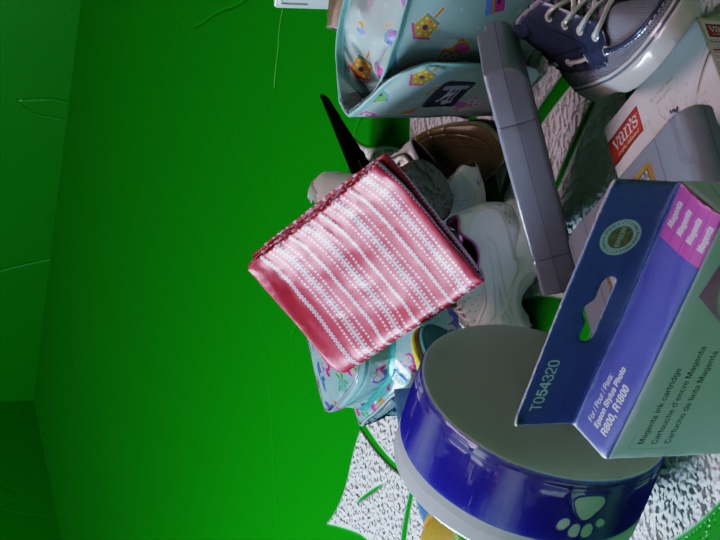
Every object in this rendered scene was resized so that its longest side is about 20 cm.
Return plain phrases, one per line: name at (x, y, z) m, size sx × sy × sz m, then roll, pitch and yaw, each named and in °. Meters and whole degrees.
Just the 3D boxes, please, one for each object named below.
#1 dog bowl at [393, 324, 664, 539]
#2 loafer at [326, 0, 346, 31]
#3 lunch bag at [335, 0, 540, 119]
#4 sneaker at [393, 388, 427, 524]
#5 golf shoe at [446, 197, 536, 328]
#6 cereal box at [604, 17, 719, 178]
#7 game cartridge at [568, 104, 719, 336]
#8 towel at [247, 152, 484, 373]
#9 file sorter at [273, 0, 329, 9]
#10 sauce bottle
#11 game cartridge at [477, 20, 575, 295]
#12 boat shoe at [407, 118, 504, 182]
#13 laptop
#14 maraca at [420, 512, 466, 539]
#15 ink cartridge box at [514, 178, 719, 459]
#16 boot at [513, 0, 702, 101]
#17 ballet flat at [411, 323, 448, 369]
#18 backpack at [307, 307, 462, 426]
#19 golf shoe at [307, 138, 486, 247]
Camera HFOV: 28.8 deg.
dog bowl at (0.130, 0.128, 1.075) m, size 0.200 × 0.199 × 0.079 m, roll -121°, pitch 40°, yaw -51°
loafer at (0.032, -0.209, 1.332) m, size 0.076 × 0.200 × 0.068 m, roll 22°, pitch 76°, yaw 53°
lunch bag at (0.076, -0.221, 1.236) m, size 0.122 × 0.170 × 0.201 m, roll 49°, pitch 135°, yaw 45°
sneaker at (0.086, 0.184, 1.356) m, size 0.070 × 0.078 × 0.200 m, roll -95°, pitch -7°, yaw -48°
golf shoe at (0.110, 0.032, 1.269) m, size 0.075 × 0.091 × 0.201 m, roll -151°, pitch 61°, yaw -63°
cereal box at (0.245, -0.058, 1.001) m, size 0.144 × 0.039 × 0.201 m, roll 124°, pitch 140°, yaw -54°
game cartridge at (0.210, -0.008, 0.989) m, size 0.200 × 0.041 × 0.134 m, roll 122°, pitch 146°, yaw -58°
towel at (0.000, 0.000, 1.256) m, size 0.145 × 0.022 × 0.200 m, roll 51°, pitch 129°, yaw -5°
file sorter at (0.018, -0.340, 1.332) m, size 0.139 × 0.199 × 0.125 m, roll 108°, pitch 157°, yaw -51°
sauce bottle at (-0.005, -0.033, 1.294) m, size 0.200 × 0.065 × 0.065 m, roll -32°, pitch 58°, yaw 36°
game cartridge at (0.136, -0.088, 1.128) m, size 0.133 × 0.040 × 0.201 m, roll -81°, pitch -24°, yaw -60°
boat shoe at (0.080, -0.110, 1.365) m, size 0.072 × 0.066 × 0.201 m, roll 53°, pitch 145°, yaw -8°
laptop at (-0.021, -0.058, 1.558) m, size 0.200 × 0.103 × 0.178 m, roll 54°, pitch -169°, yaw -49°
maraca at (0.114, 0.284, 1.247) m, size 0.137 × 0.107 × 0.201 m, roll -3°, pitch -104°, yaw -76°
ink cartridge box at (0.216, 0.035, 0.864) m, size 0.043 × 0.199 × 0.197 m, roll -116°, pitch 33°, yaw -46°
boot at (0.175, -0.182, 1.043) m, size 0.073 × 0.090 × 0.200 m, roll -55°, pitch 6°, yaw -11°
ballet flat at (0.101, 0.140, 1.235) m, size 0.200 × 0.067 × 0.067 m, roll 48°, pitch 128°, yaw 16°
backpack at (0.033, 0.050, 1.393) m, size 0.200 × 0.150 × 0.178 m, roll -39°, pitch 60°, yaw 54°
golf shoe at (0.038, -0.084, 1.334) m, size 0.199 × 0.078 × 0.098 m, roll 15°, pitch 116°, yaw 31°
